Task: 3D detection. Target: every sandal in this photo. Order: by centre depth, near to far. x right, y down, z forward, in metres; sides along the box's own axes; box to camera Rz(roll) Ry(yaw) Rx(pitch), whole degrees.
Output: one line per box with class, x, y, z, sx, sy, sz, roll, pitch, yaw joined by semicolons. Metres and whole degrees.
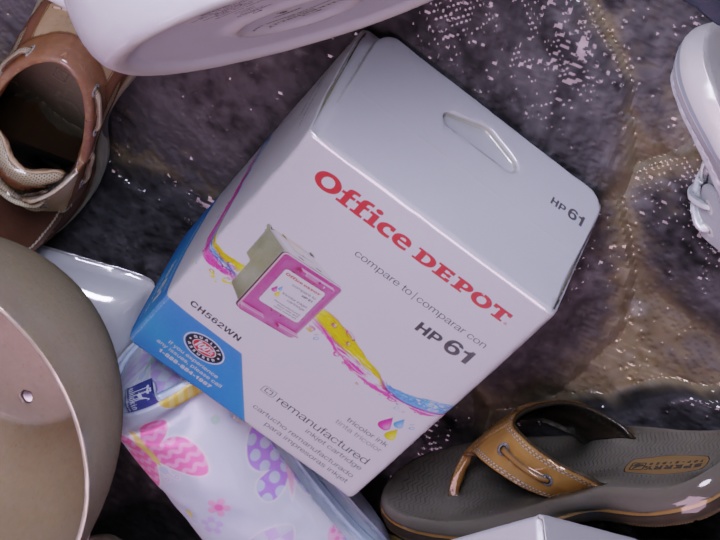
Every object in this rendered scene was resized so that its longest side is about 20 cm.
sandal;0.100;0.095;1.351;0.200;0.082;0.055;-6;120;32

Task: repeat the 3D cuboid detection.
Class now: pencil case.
pencil case;-0.053;0.110;1.443;0.091;0.083;0.200;-22;119;24

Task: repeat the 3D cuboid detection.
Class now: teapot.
teapot;-0.048;-0.172;1.120;0.197;0.200;0.146;148;106;-74

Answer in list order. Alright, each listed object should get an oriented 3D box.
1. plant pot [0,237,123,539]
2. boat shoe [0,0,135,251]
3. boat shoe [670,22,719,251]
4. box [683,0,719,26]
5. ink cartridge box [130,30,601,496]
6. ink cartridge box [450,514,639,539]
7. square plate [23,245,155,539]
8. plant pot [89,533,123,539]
plant pot;-0.198;0.059;1.356;0.200;0.134;0.201;8;115;18
boat shoe;-0.162;-0.067;1.334;0.076;0.072;0.200;28;139;1
boat shoe;0.184;-0.026;1.205;0.068;0.072;0.200;-15;132;37
box;0.253;-0.143;1.006;0.196;0.124;0.200;35;137;-6
ink cartridge box;0.000;0.000;1.306;0.144;0.085;0.200;36;136;-8
ink cartridge box;0.107;0.193;1.371;0.144;0.084;0.200;-22;151;40
square plate;-0.228;0.065;1.463;0.198;0.028;0.200;17;117;-1
plant pot;-0.123;0.257;1.558;0.187;0.187;0.200;-19;114;39
